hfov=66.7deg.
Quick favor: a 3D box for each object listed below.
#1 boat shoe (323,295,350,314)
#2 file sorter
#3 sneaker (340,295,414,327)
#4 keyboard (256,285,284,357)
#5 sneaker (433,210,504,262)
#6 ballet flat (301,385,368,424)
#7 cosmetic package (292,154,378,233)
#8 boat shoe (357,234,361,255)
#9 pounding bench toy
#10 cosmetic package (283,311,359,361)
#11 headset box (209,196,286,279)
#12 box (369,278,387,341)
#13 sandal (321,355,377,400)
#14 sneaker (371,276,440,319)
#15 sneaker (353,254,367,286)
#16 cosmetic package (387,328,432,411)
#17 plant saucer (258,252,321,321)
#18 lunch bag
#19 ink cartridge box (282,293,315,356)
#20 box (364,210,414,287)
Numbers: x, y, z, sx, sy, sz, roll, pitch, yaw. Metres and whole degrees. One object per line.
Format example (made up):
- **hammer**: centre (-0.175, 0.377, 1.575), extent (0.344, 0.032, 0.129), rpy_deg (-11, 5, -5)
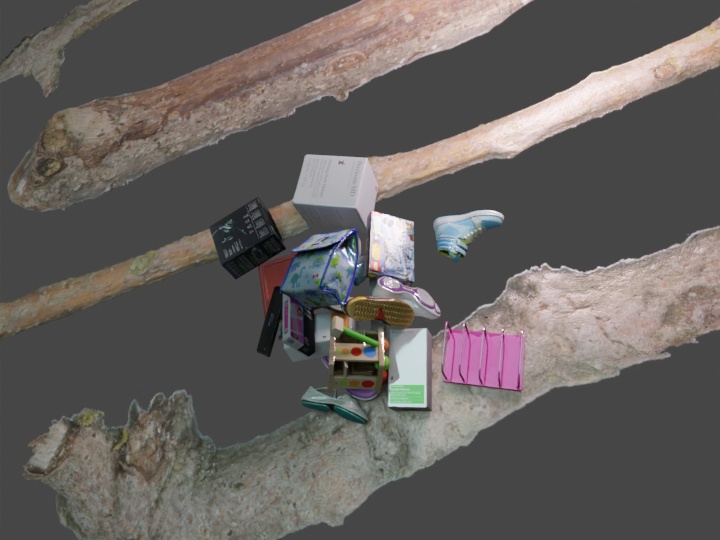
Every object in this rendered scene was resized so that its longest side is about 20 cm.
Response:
- **boat shoe**: centre (-0.101, 0.071, 1.531), extent (0.075, 0.061, 0.199), rpy_deg (-32, 51, -31)
- **file sorter**: centre (0.305, 0.209, 1.367), extent (0.197, 0.126, 0.141), rpy_deg (4, 70, 17)
- **sneaker**: centre (0.045, 0.100, 1.426), extent (0.090, 0.197, 0.076), rpy_deg (18, 95, 65)
- **keyboard**: centre (-0.237, 0.144, 1.549), extent (0.126, 0.020, 0.203), rpy_deg (6, 80, 54)
- **sneaker**: centre (0.301, -0.089, 1.516), extent (0.197, 0.080, 0.132), rpy_deg (-9, 64, 23)
- **ballet flat**: centre (-0.064, 0.349, 1.457), extent (0.197, 0.070, 0.070), rpy_deg (10, 72, 22)
- **cosmetic package**: centre (-0.069, -0.227, 1.629), extent (0.197, 0.167, 0.170), rpy_deg (6, 70, 17)
- **boat shoe**: centre (-0.049, -0.029, 1.596), extent (0.073, 0.069, 0.203), rpy_deg (7, 71, 18)
- **pounding bench toy**: centre (-0.002, 0.202, 1.376), extent (0.153, 0.202, 0.125), rpy_deg (3, 45, -2)
- **cosmetic package**: centre (-0.106, 0.178, 1.514), extent (0.197, 0.072, 0.102), rpy_deg (-12, 46, 12)
- **headset box**: centre (-0.356, -0.096, 1.686), extent (0.198, 0.093, 0.175), rpy_deg (-31, 53, 1)
- **box**: centre (0.050, 0.119, 1.525), extent (0.041, 0.039, 0.203), rpy_deg (-7, 67, 11)
- **sandal**: centre (-0.036, 0.278, 1.480), extent (0.202, 0.050, 0.083), rpy_deg (33, 81, 26)
- **sneaker**: centre (0.122, 0.089, 1.487), extent (0.198, 0.100, 0.075), rpy_deg (25, 34, -8)
- **sneaker**: centre (0.000, 0.000, 1.552), extent (0.197, 0.074, 0.083), rpy_deg (-9, 95, -21)
- **cosmetic package**: centre (0.130, 0.258, 1.421), extent (0.106, 0.085, 0.203), rpy_deg (-5, 69, 16)
- **plant saucer**: centre (-0.213, 0.037, 1.637), extent (0.197, 0.037, 0.203), rpy_deg (-17, 64, 9)
- **lunch bag**: centre (-0.098, -0.016, 1.431), extent (0.168, 0.127, 0.202), rpy_deg (-5, 55, 42)
- **ink cartridge box**: centre (-0.166, 0.126, 1.466), extent (0.037, 0.094, 0.202), rpy_deg (-35, 40, 23)
- **box**: centre (0.083, -0.062, 1.534), extent (0.135, 0.040, 0.203), rpy_deg (14, 58, -17)
